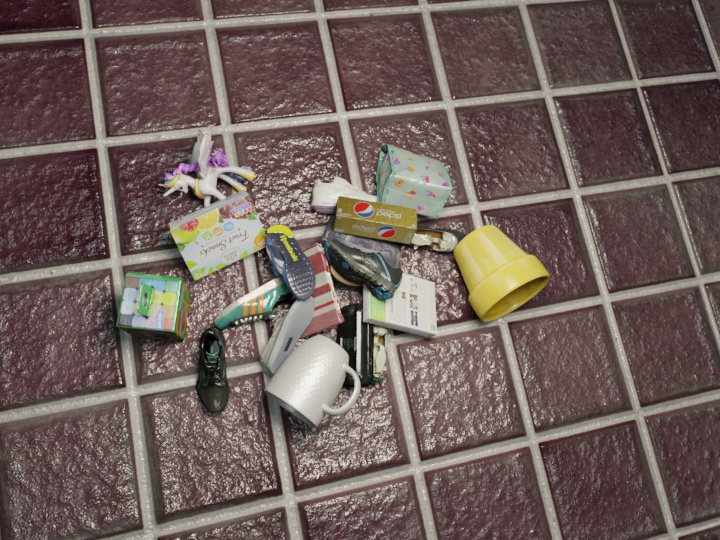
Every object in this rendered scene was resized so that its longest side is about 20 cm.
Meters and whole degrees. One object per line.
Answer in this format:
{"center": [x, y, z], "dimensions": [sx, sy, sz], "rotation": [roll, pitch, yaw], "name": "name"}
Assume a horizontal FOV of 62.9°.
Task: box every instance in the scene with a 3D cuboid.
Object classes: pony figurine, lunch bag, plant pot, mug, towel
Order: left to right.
{"center": [-0.366, -0.239, 1.431], "dimensions": [0.199, 0.166, 0.194], "rotation": [21, 85, -21], "name": "pony figurine"}
{"center": [-0.121, 0.050, 1.416], "dimensions": [0.023, 0.144, 0.201], "rotation": [-1, 72, -55], "name": "towel"}
{"center": [-0.091, 0.253, 1.338], "dimensions": [0.200, 0.148, 0.176], "rotation": [22, 67, 32], "name": "mug"}
{"center": [0.130, -0.240, 1.512], "dimensions": [0.170, 0.122, 0.200], "rotation": [11, 39, -12], "name": "lunch bag"}
{"center": [0.335, -0.002, 1.476], "dimensions": [0.200, 0.201, 0.189], "rotation": [-25, 66, -15], "name": "plant pot"}

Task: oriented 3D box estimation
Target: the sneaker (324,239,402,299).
{"center": [0.006, -0.014, 1.377], "dimensions": [0.200, 0.073, 0.082], "rotation": [36, 59, 3], "name": "sneaker"}

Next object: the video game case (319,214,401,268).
{"center": [0.005, -0.068, 1.465], "dimensions": [0.199, 0.019, 0.143], "rotation": [21, 30, -4], "name": "video game case"}

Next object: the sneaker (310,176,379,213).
{"center": [-0.026, -0.195, 1.507], "dimensions": [0.199, 0.075, 0.100], "rotation": [3, 75, -10], "name": "sneaker"}

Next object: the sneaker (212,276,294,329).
{"center": [-0.250, 0.094, 1.401], "dimensions": [0.200, 0.071, 0.080], "rotation": [-32, 86, -11], "name": "sneaker"}

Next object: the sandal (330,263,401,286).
{"center": [0.001, 0.006, 1.474], "dimensions": [0.211, 0.070, 0.078], "rotation": [-7, 77, -35], "name": "sandal"}

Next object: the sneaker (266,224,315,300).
{"center": [-0.167, -0.010, 1.390], "dimensions": [0.074, 0.082, 0.200], "rotation": [-11, 62, -31], "name": "sneaker"}

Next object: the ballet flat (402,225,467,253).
{"center": [0.187, -0.077, 1.517], "dimensions": [0.199, 0.073, 0.073], "rotation": [11, 75, -6], "name": "ballet flat"}

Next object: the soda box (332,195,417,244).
{"center": [0.036, -0.123, 1.443], "dimensions": [0.199, 0.064, 0.068], "rotation": [9, 53, -7], "name": "soda box"}

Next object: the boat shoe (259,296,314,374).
{"center": [-0.183, 0.138, 1.395], "dimensions": [0.086, 0.075, 0.202], "rotation": [27, 95, 37], "name": "boat shoe"}

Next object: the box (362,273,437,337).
{"center": [0.097, 0.075, 1.438], "dimensions": [0.199, 0.036, 0.145], "rotation": [17, 59, -28], "name": "box"}

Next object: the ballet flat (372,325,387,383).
{"center": [0.041, 0.173, 1.434], "dimensions": [0.074, 0.074, 0.201], "rotation": [-1, 78, -10], "name": "ballet flat"}

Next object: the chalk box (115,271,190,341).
{"center": [-0.455, 0.079, 1.301], "dimensions": [0.123, 0.200, 0.125], "rotation": [7, 76, -8], "name": "chalk box"}

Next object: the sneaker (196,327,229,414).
{"center": [-0.343, 0.228, 1.350], "dimensions": [0.075, 0.079, 0.201], "rotation": [-6, 79, -11], "name": "sneaker"}

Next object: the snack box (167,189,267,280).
{"center": [-0.335, -0.085, 1.403], "dimensions": [0.200, 0.053, 0.143], "rotation": [-27, 120, -15], "name": "snack box"}

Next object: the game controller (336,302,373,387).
{"center": [-0.013, 0.178, 1.416], "dimensions": [0.042, 0.104, 0.201], "rotation": [14, 71, -43], "name": "game controller"}
